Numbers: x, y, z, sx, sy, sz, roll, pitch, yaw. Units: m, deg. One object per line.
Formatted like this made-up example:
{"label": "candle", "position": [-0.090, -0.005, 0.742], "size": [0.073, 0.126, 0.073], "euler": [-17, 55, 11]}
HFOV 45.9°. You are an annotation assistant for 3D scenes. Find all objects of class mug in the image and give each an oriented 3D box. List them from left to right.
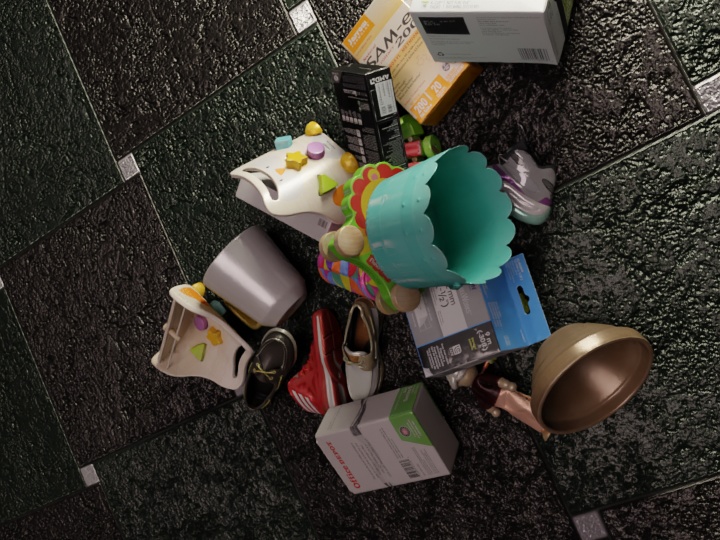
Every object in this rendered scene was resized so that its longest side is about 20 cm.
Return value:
{"label": "mug", "position": [-0.180, 0.025, 1.567], "size": [0.153, 0.187, 0.149], "euler": [42, 81, 7]}

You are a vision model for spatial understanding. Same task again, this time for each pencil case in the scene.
{"label": "pencil case", "position": [0.000, 0.000, 1.432], "size": [0.200, 0.088, 0.088], "euler": [21, 110, 61]}

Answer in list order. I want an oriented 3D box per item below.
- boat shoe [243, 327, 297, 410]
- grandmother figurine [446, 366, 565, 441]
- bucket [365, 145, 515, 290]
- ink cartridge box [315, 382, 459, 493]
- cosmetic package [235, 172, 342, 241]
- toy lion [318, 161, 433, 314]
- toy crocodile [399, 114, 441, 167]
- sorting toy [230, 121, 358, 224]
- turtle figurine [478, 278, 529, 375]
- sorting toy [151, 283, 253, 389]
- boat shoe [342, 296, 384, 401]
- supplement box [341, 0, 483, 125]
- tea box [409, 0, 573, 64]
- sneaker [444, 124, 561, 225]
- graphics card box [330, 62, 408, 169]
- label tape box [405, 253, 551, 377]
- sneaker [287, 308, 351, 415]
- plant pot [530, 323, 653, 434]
{"label": "boat shoe", "position": [-0.169, 0.186, 1.565], "size": [0.072, 0.061, 0.201], "euler": [27, 134, 6]}
{"label": "grandmother figurine", "position": [0.227, 0.203, 1.390], "size": [0.200, 0.061, 0.121], "euler": [30, 138, 13]}
{"label": "bucket", "position": [0.116, -0.068, 1.249], "size": [0.135, 0.207, 0.207], "euler": [-13, 92, 45]}
{"label": "ink cartridge box", "position": [0.046, 0.293, 1.468], "size": [0.200, 0.084, 0.146], "euler": [-19, 113, 28]}
{"label": "cosmetic package", "position": [-0.119, -0.114, 1.525], "size": [0.200, 0.083, 0.051], "euler": [29, 112, 22]}
{"label": "toy lion", "position": [0.044, -0.060, 1.320], "size": [0.200, 0.192, 0.069], "euler": [44, 154, -15]}
{"label": "toy crocodile", "position": [0.098, -0.159, 1.412], "size": [0.067, 0.062, 0.200], "euler": [-8, 94, 33]}
{"label": "sorting toy", "position": [-0.115, -0.156, 1.431], "size": [0.200, 0.180, 0.107], "euler": [43, 139, 27]}
{"label": "turtle figurine", "position": [0.184, 0.064, 1.400], "size": [0.161, 0.064, 0.200], "euler": [-35, 81, 27]}
{"label": "sorting toy", "position": [-0.285, 0.138, 1.619], "size": [0.180, 0.107, 0.200], "euler": [36, 130, 14]}
{"label": "boat shoe", "position": [-0.002, 0.144, 1.508], "size": [0.075, 0.068, 0.200], "euler": [6, 100, 27]}
{"label": "supplement box", "position": [0.083, -0.349, 1.387], "size": [0.200, 0.074, 0.126], "euler": [47, 115, 14]}
{"label": "tea box", "position": [0.202, -0.420, 1.240], "size": [0.200, 0.134, 0.197], "euler": [9, 74, 25]}
{"label": "sneaker", "position": [0.219, -0.166, 1.344], "size": [0.200, 0.078, 0.140], "euler": [19, 103, 9]}
{"label": "graphics card box", "position": [0.017, -0.234, 1.388], "size": [0.125, 0.051, 0.200], "euler": [29, 137, 58]}
{"label": "label tape box", "position": [0.177, 0.070, 1.330], "size": [0.200, 0.066, 0.143], "euler": [-24, 73, 27]}
{"label": "sneaker", "position": [-0.091, 0.172, 1.555], "size": [0.115, 0.078, 0.200], "euler": [-6, 94, 27]}
{"label": "plant pot", "position": [0.332, 0.146, 1.286], "size": [0.201, 0.201, 0.093], "euler": [-56, 41, 23]}
